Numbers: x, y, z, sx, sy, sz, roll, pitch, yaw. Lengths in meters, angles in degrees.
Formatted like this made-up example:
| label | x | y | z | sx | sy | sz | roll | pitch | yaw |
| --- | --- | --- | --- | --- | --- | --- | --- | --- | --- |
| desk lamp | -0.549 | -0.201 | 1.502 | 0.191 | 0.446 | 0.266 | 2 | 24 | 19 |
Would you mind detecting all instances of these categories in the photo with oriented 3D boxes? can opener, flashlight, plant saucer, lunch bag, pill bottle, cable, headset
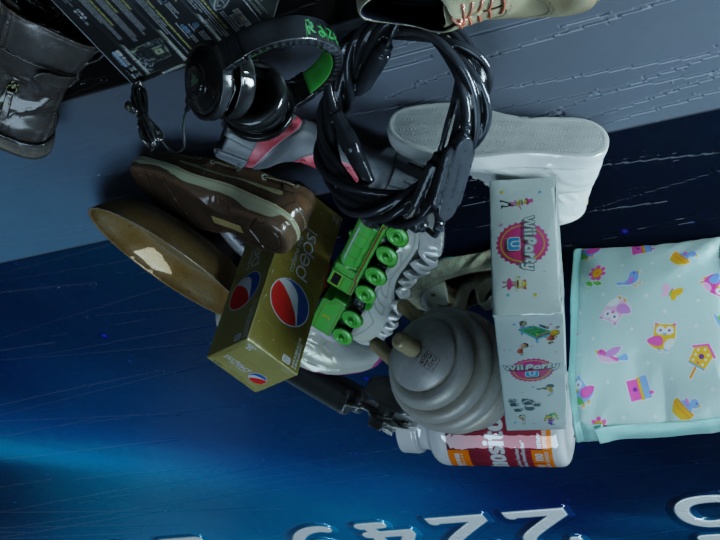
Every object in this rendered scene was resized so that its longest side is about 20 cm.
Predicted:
| label | x | y | z | sx | sy | sz | roll | pitch | yaw |
| --- | --- | --- | --- | --- | --- | --- | --- | --- | --- |
| can opener | -0.011 | 0.137 | 1.494 | 0.199 | 0.067 | 0.052 | 21 | -173 | 35 |
| flashlight | -0.037 | -0.102 | 1.215 | 0.199 | 0.069 | 0.068 | 22 | 156 | -15 |
| plant saucer | -0.193 | -0.018 | 1.346 | 0.199 | 0.036 | 0.200 | 31 | 164 | 10 |
| lunch bag | 0.292 | 0.078 | 1.257 | 0.169 | 0.201 | 0.122 | -6 | 141 | 21 |
| pill bottle | 0.146 | 0.171 | 1.498 | 0.198 | 0.114 | 0.113 | -2 | 143 | 18 |
| cable | 0.034 | -0.136 | 1.112 | 0.162 | 0.051 | 0.202 | 27 | 117 | 31 |
| headset | -0.112 | -0.165 | 1.103 | 0.199 | 0.095 | 0.123 | -29 | 160 | 20 |

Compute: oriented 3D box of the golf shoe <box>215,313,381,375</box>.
| label | x | y | z | sx | sy | sz | roll | pitch | yaw |
| --- | --- | --- | --- | --- | --- | --- | --- | --- | --- |
| golf shoe | -0.061 | 0.059 | 1.439 | 0.198 | 0.076 | 0.092 | 14 | 138 | -9 |

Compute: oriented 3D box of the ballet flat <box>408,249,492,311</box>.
| label | x | y | z | sx | sy | sz | roll | pitch | yaw |
| --- | --- | --- | --- | --- | --- | --- | --- | --- | --- |
| ballet flat | 0.114 | 0.016 | 1.339 | 0.199 | 0.063 | 0.067 | -21 | 134 | 37 |

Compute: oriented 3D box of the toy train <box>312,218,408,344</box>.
| label | x | y | z | sx | sy | sz | roll | pitch | yaw |
| --- | --- | --- | --- | --- | --- | --- | --- | --- | --- |
| toy train | 0.000 | 0.000 | 1.260 | 0.056 | 0.042 | 0.201 | 31 | 136 | 3 |

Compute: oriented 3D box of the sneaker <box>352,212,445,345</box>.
| label | x | y | z | sx | sy | sz | roll | pitch | yaw |
| --- | --- | --- | --- | --- | --- | --- | --- | --- | --- |
| sneaker | 0.018 | 0.003 | 1.334 | 0.080 | 0.076 | 0.201 | 11 | 138 | -16 |

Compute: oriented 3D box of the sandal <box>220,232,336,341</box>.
| label | x | y | z | sx | sy | sz | roll | pitch | yaw |
| --- | --- | --- | --- | --- | --- | --- | --- | --- | --- |
| sandal | -0.092 | -0.001 | 1.365 | 0.059 | 0.080 | 0.207 | -24 | 122 | 38 |

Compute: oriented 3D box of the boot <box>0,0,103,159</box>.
| label | x | y | z | sx | sy | sz | roll | pitch | yaw |
| --- | --- | --- | --- | --- | --- | --- | --- | --- | --- |
| boot | -0.343 | -0.197 | 1.183 | 0.198 | 0.070 | 0.174 | 18 | 139 | -16 |

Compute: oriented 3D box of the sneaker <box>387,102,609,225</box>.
| label | x | y | z | sx | sy | sz | roll | pitch | yaw |
| --- | --- | --- | --- | --- | --- | --- | --- | --- | --- |
| sneaker | 0.120 | -0.088 | 1.187 | 0.198 | 0.074 | 0.116 | 8 | 141 | 3 |

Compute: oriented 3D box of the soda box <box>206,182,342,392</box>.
| label | x | y | z | sx | sy | sz | roll | pitch | yaw |
| --- | --- | --- | --- | --- | --- | --- | --- | --- | --- |
| soda box | -0.082 | 0.014 | 1.269 | 0.068 | 0.201 | 0.064 | 38 | 136 | -27 |

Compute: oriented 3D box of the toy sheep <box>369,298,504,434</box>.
| label | x | y | z | sx | sy | sz | roll | pitch | yaw |
| --- | --- | --- | --- | --- | --- | --- | --- | --- | --- |
| toy sheep | 0.086 | 0.097 | 1.293 | 0.137 | 0.139 | 0.199 | -17 | 155 | 33 |

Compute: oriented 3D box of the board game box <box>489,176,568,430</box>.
| label | x | y | z | sx | sy | sz | roll | pitch | yaw |
| --- | --- | --- | --- | --- | --- | --- | --- | --- | --- |
| board game box | 0.157 | 0.034 | 1.178 | 0.064 | 0.149 | 0.201 | -3 | 144 | 8 |

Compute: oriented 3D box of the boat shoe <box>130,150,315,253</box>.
| label | x | y | z | sx | sy | sz | roll | pitch | yaw |
| --- | --- | --- | --- | --- | --- | --- | --- | --- | --- |
| boat shoe | -0.132 | -0.081 | 1.268 | 0.201 | 0.075 | 0.075 | 24 | 150 | 23 |

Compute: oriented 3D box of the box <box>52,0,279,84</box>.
| label | x | y | z | sx | sy | sz | roll | pitch | yaw |
| --- | --- | --- | --- | --- | --- | --- | --- | --- | --- |
| box | -0.188 | -0.255 | 1.067 | 0.159 | 0.044 | 0.200 | -14 | 137 | 31 |

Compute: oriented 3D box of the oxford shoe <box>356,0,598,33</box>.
| label | x | y | z | sx | sy | sz | roll | pitch | yaw |
| --- | --- | --- | --- | --- | --- | --- | --- | --- | --- |
| oxford shoe | 0.093 | -0.214 | 1.019 | 0.198 | 0.075 | 0.071 | 3 | 142 | 11 |
